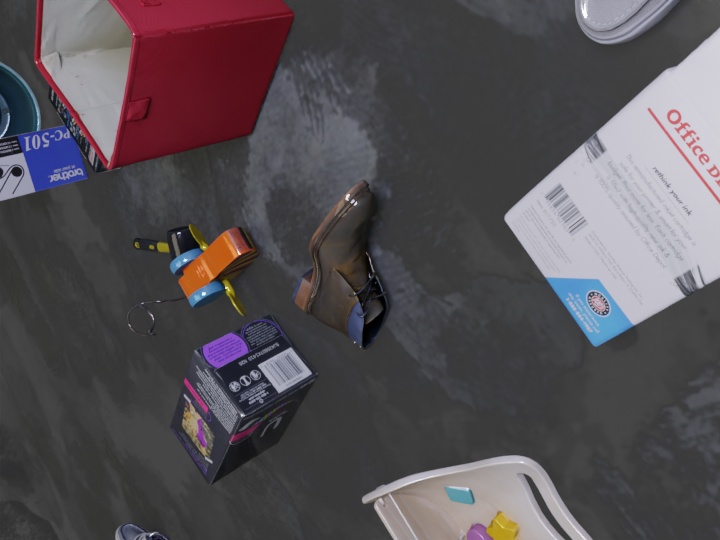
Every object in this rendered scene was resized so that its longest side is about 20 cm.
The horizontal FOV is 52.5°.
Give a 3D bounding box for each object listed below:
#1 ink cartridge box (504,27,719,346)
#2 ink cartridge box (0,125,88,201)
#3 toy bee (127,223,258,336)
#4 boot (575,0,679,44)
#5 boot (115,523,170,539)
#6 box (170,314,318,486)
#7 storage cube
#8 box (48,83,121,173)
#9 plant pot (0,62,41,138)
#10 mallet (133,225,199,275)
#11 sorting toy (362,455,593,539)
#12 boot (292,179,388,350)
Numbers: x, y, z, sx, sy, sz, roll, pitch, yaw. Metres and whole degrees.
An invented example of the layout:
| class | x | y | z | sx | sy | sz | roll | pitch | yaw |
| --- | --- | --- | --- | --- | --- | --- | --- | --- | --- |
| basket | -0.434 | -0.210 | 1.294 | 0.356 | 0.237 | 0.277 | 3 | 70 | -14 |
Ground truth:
| class | x | y | z | sx | sy | sz | roll | pitch | yaw |
| --- | --- | --- | --- | --- | --- | --- | --- | --- | --- |
| ink cartridge box | 0.199 | -0.049 | 0.461 | 0.116 | 0.068 | 0.200 | 57 | 141 | 11 |
| ink cartridge box | -0.550 | -0.168 | 1.167 | 0.044 | 0.200 | 0.094 | 6 | 114 | 48 |
| toy bee | -0.200 | 0.003 | 0.947 | 0.200 | 0.109 | 0.131 | -12 | 92 | 26 |
| boot | 0.161 | -0.210 | 0.398 | 0.074 | 0.096 | 0.200 | 48 | 139 | 22 |
| boot | -0.451 | 0.584 | 1.563 | 0.200 | 0.073 | 0.090 | 27 | 121 | 29 |
| box | -0.156 | 0.170 | 0.947 | 0.106 | 0.122 | 0.200 | 49 | 140 | 19 |
| storage cube | -0.203 | -0.237 | 0.743 | 0.171 | 0.180 | 0.200 | 52 | 139 | 17 |
| box | -0.385 | -0.263 | 1.049 | 0.159 | 0.046 | 0.200 | 54 | 140 | 15 |
| plant pot | -0.679 | -0.273 | 1.286 | 0.188 | 0.200 | 0.200 | 24 | 127 | 60 |
| mallet | -0.288 | -0.025 | 1.073 | 0.200 | 0.041 | 0.066 | -4 | 103 | 54 |
| sorting toy | 0.130 | 0.254 | 0.686 | 0.200 | 0.107 | 0.180 | 57 | 134 | 12 |
| boot | 0.000 | 0.000 | 0.730 | 0.097 | 0.075 | 0.200 | 40 | 144 | 12 |
